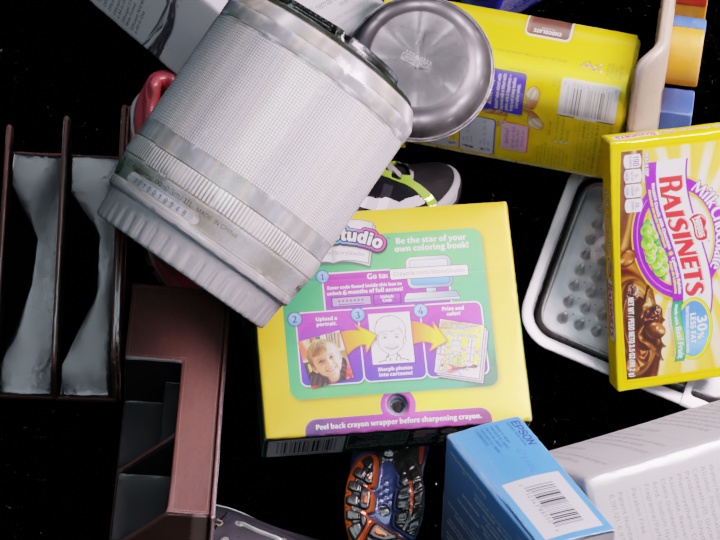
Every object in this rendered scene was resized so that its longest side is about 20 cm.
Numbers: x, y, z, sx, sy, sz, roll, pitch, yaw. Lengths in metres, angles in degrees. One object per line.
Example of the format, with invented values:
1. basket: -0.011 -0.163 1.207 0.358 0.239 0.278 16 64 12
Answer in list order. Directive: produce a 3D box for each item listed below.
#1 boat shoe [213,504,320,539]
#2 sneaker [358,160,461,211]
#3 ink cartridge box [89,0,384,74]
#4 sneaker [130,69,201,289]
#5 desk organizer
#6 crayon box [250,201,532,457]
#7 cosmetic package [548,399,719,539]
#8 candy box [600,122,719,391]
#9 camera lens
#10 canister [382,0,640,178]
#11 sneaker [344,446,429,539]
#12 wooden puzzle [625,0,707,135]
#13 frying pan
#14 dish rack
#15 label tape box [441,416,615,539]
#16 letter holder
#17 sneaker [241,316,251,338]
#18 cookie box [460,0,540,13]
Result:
1. boat shoe: -0.085 0.214 1.549 0.199 0.063 0.073 15 74 -2
2. sneaker: -0.009 -0.069 1.620 0.199 0.072 0.083 -15 117 -23
3. ink cartridge box: -0.101 -0.216 1.634 0.200 0.084 0.145 40 44 12
4. sneaker: -0.141 -0.064 1.617 0.073 0.087 0.201 -14 75 -11
5. desk organizer: -0.141 0.111 1.543 0.076 0.072 0.201 4 55 -4
6. crayon box: 0.018 0.043 1.543 0.199 0.058 0.174 -3 71 -6
7. cosmetic package: 0.247 0.198 1.528 0.199 0.167 0.167 -15 92 -12
8. candy box: 0.239 -0.010 1.589 0.102 0.026 0.201 -8 108 -12
9. camera lens: -0.071 -0.082 1.455 0.160 0.160 0.200 35 87 4
10. canister: 0.113 -0.144 1.629 0.199 0.149 0.087 11 64 7
11. sneaker: 0.021 0.131 1.585 0.075 0.079 0.201 14 65 1
12. wooden puzzle: 0.249 -0.170 1.631 0.046 0.186 0.201 12 53 10
13. frying pan: 0.015 -0.130 1.542 0.190 0.031 0.115 -39 79 -8
14. dish rack: 0.237 0.019 1.669 0.199 0.044 0.172 22 72 -1
15. label tape box: 0.116 0.229 1.485 0.066 0.201 0.143 -14 35 -20
16. letter holder: -0.225 -0.015 1.560 0.100 0.142 0.201 3 72 -7
17. sneaker: 0.000 0.000 1.632 0.199 0.077 0.089 -3 57 -14
18. cookie box: 0.098 -0.313 1.670 0.075 0.200 0.172 -32 79 -16
